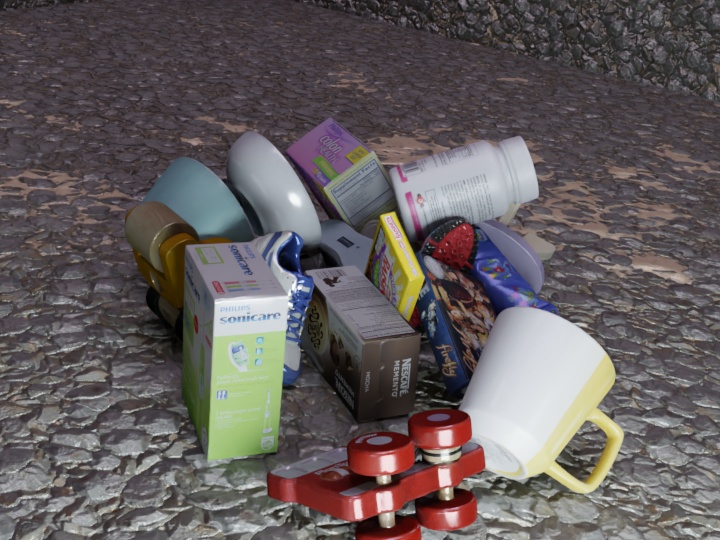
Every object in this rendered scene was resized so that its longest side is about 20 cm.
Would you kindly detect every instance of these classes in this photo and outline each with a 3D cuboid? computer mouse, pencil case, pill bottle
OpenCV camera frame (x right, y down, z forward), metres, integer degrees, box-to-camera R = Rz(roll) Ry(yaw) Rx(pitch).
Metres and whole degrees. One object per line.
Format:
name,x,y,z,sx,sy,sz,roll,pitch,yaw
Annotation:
computer mouse,-0.202,-0.074,1.528,0.034,0.200,0.059,-35,68,-18
pencil case,0.202,0.024,1.452,0.087,0.078,0.200,-19,52,-31
pill bottle,0.150,-0.122,1.462,0.199,0.114,0.114,-17,25,2

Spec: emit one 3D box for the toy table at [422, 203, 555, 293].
toy table,0.207,-0.048,1.575,0.200,0.184,0.117,38,41,-2

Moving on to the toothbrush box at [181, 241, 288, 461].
toothbrush box,-0.146,0.088,1.131,0.086,0.201,0.146,-3,27,-22

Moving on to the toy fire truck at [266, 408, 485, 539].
toy fire truck,0.023,0.208,1.045,0.199,0.113,0.167,-13,13,-40

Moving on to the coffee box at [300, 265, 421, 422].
coffee box,-0.005,0.088,1.274,0.079,0.114,0.200,-7,28,-23

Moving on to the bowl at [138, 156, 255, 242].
bowl,-0.253,-0.053,1.459,0.105,0.202,0.200,-36,44,-29

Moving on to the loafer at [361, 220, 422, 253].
loafer,0.084,0.000,1.515,0.200,0.072,0.063,42,19,14

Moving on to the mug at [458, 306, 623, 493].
mug,0.198,0.153,1.108,0.186,0.150,0.153,26,62,19

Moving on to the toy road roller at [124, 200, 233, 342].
toy road roller,-0.213,-0.009,1.333,0.146,0.201,0.123,-30,41,-24

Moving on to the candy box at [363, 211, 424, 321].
candy box,0.036,0.025,1.293,0.026,0.200,0.103,-15,60,-19

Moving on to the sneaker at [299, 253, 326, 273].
sneaker,-0.096,0.019,1.430,0.090,0.076,0.200,-12,2,-14

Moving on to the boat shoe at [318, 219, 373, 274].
boat shoe,0.000,0.000,1.480,0.071,0.091,0.200,-28,35,-14

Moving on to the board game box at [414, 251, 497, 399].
board game box,0.133,0.080,1.261,0.135,0.035,0.201,24,37,-42

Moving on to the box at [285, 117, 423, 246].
box,-0.007,-0.117,1.606,0.096,0.200,0.176,-36,35,-5

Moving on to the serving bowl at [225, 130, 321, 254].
serving bowl,-0.141,-0.102,1.484,0.066,0.201,0.200,-34,40,-18

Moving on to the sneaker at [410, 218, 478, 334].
sneaker,0.084,0.006,1.419,0.079,0.200,0.095,42,-12,-20

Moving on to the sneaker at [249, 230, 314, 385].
sneaker,-0.099,0.042,1.271,0.088,0.201,0.075,-23,-21,28
